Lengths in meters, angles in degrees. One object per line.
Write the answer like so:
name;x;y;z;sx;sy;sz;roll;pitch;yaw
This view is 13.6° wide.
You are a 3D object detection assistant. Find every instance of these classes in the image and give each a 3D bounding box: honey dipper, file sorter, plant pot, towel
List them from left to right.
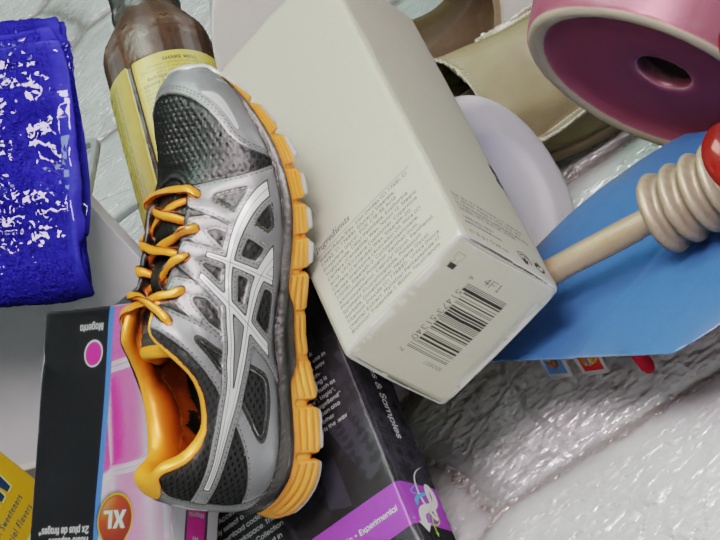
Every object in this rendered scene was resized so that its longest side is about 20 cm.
towel;-0.234;-0.049;1.477;0.199;0.149;0.050;-7;-17;-5
file sorter;-0.161;0.016;1.617;0.139;0.200;0.125;-37;20;15
honey dipper;0.086;-0.001;1.319;0.199;0.038;0.038;-28;26;28
plant pot;0.167;-0.162;1.404;0.200;0.200;0.180;-6;55;57

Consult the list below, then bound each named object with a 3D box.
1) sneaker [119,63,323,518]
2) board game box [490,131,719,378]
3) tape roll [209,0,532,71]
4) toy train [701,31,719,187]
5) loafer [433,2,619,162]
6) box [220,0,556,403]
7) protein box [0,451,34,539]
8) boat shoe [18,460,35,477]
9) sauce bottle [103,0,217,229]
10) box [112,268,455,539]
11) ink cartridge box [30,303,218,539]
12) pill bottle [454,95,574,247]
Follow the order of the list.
sneaker;-0.068;0.009;1.303;0.077;0.201;0.078;-5;-7;-34
board game box;0.148;-0.001;1.329;0.158;0.039;0.200;-48;23;-27
tape roll;0.017;-0.156;1.621;0.202;0.203;0.139;-38;21;12
toy train;0.204;-0.040;1.207;0.085;0.115;0.201;-44;21;40
loafer;0.079;-0.088;1.529;0.200;0.067;0.076;-40;66;14
box;0.009;-0.041;1.347;0.082;0.068;0.201;-44;42;20
protein box;-0.265;0.163;1.485;0.200;0.198;0.135;-36;20;44
boat shoe;-0.160;0.137;1.561;0.201;0.072;0.060;-29;20;23
sauce bottle;-0.101;-0.092;1.599;0.065;0.065;0.201;-32;54;25
box;-0.048;0.077;1.372;0.143;0.036;0.201;-36;60;25
ink cartridge box;-0.107;0.115;1.364;0.094;0.037;0.201;-7;77;40
pill bottle;0.000;0.000;1.479;0.199;0.112;0.113;-26;27;37
